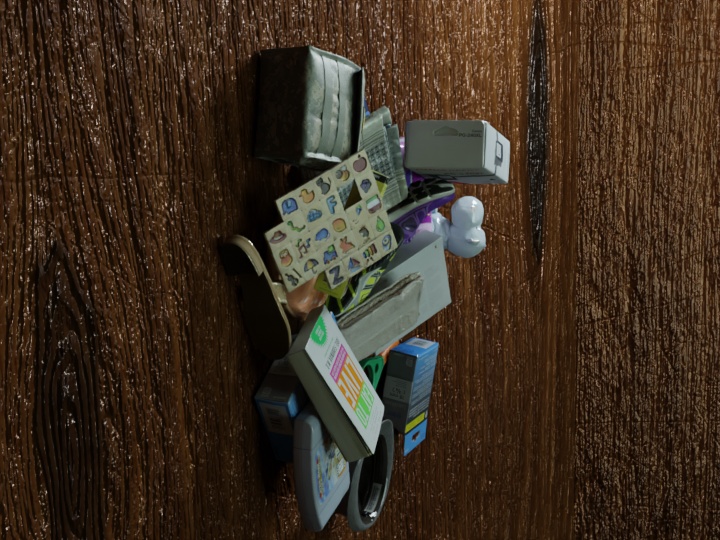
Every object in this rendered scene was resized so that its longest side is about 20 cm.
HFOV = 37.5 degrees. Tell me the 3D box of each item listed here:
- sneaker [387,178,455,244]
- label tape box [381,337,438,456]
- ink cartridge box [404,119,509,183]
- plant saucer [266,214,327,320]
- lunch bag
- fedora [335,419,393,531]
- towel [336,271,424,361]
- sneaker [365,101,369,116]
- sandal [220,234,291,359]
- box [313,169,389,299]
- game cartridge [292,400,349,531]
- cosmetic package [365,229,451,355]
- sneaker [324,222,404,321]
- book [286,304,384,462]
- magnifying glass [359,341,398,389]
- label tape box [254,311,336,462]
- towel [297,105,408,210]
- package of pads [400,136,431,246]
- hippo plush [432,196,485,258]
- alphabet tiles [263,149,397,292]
[{"bbox_3d":[0.083,-0.093,1.880,0.084,0.199,0.081,56,8,-28],"label":"sneaker"},{"bbox_3d":[0.092,0.245,2.080,0.144,0.063,0.201,-15,115,-68],"label":"label tape box"},{"bbox_3d":[0.172,-0.206,1.864,0.200,0.144,0.084,9,84,-70],"label":"ink cartridge box"},{"bbox_3d":[-0.095,-0.023,1.652,0.200,0.037,0.202,5,90,-66],"label":"plant saucer"},{"bbox_3d":[-0.056,-0.233,1.587,0.200,0.117,0.165,5,89,-56],"label":"lunch bag"},{"bbox_3d":[-0.012,0.347,1.830,0.177,0.090,0.201,-41,136,-57],"label":"fedora"},{"bbox_3d":[0.031,0.090,1.827,0.200,0.034,0.133,-33,148,-27],"label":"towel"},{"bbox_3d":[0.014,-0.218,1.825,0.074,0.082,0.201,-50,136,-51],"label":"sneaker"},{"bbox_3d":[-0.133,0.027,1.522,0.070,0.077,0.213,-54,136,-42],"label":"sandal"},{"bbox_3d":[-0.013,-0.059,1.633,0.075,0.050,0.201,-52,162,-84],"label":"box"},{"bbox_3d":[-0.060,0.292,1.629,0.133,0.041,0.201,-54,144,-59],"label":"game cartridge"},{"bbox_3d":[0.073,0.039,1.927,0.200,0.052,0.152,-33,131,-29],"label":"cosmetic package"},{"bbox_3d":[0.000,0.000,1.796,0.200,0.075,0.076,-48,160,-9],"label":"sneaker"},{"bbox_3d":[-0.034,0.169,1.601,0.201,0.048,0.134,60,25,-19],"label":"book"},{"bbox_3d":[0.028,0.180,1.993,0.200,0.022,0.080,-47,135,-53],"label":"magnifying glass"},{"bbox_3d":[-0.086,0.181,1.669,0.201,0.066,0.144,-65,150,-44],"label":"label tape box"},{"bbox_3d":[-0.004,-0.149,1.747,0.200,0.034,0.193,-36,132,-24],"label":"towel"},{"bbox_3d":[0.074,-0.147,1.957,0.120,0.075,0.201,-15,107,-46],"label":"package of pads"},{"bbox_3d":[0.162,-0.077,2.085,0.159,0.160,0.201,5,89,-67],"label":"hippo plush"},{"bbox_3d":[-0.045,-0.059,1.548,0.199,0.008,0.168,-32,118,-25],"label":"alphabet tiles"}]
